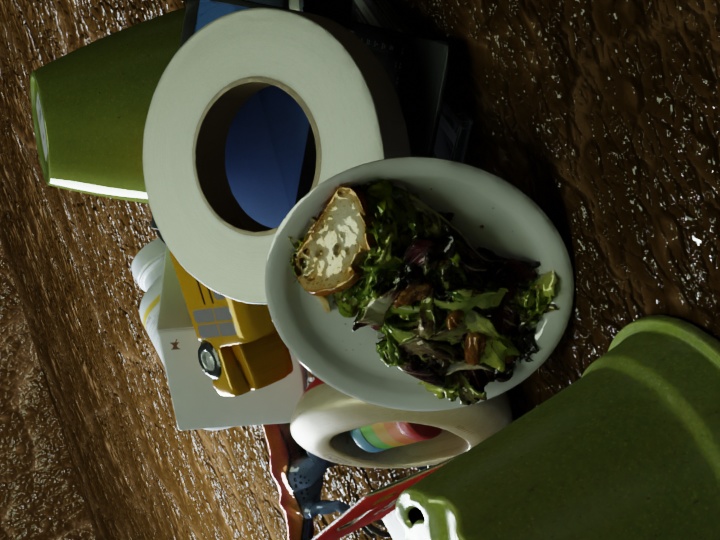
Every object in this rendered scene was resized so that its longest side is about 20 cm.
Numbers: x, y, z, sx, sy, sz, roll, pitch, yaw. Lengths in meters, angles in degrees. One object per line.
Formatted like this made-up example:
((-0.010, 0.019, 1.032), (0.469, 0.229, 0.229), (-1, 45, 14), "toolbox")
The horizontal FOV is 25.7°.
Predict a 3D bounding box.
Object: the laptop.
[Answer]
((-0.045, -0.088, 1.089), (0.200, 0.103, 0.178), (26, 109, 55), "laptop")

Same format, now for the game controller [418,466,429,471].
((0.077, 0.199, 1.311), (0.104, 0.042, 0.200), (-117, 15, -59), "game controller")

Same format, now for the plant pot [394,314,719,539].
((0.127, 0.150, 0.901), (0.200, 0.184, 0.201), (53, 155, 38), "plant pot")

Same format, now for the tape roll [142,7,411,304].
((-0.061, -0.077, 1.072), (0.202, 0.037, 0.203), (2, 94, 33), "tape roll")

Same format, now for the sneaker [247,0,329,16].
((-0.066, -0.123, 1.210), (0.070, 0.082, 0.201), (-14, -75, -71), "sneaker")

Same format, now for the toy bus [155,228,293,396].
((-0.099, -0.007, 1.205), (0.078, 0.065, 0.201), (-10, 99, 53), "toy bus")

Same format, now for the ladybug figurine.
((0.029, 0.099, 1.188), (0.200, 0.136, 0.072), (-17, 57, 43), "ladybug figurine")

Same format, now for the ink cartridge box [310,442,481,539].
((0.056, 0.160, 1.081), (0.045, 0.176, 0.200), (61, 154, 11), "ink cartridge box")

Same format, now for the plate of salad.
((0.037, 0.018, 1.009), (0.048, 0.199, 0.201), (-84, -11, -56), "plate of salad")

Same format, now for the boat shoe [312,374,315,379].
((-0.013, 0.014, 1.321), (0.071, 0.072, 0.201), (-97, 3, -61), "boat shoe")

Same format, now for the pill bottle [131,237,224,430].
((-0.166, 0.060, 1.676), (0.200, 0.112, 0.112), (60, 158, 25), "pill bottle")

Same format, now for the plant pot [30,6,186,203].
((-0.165, -0.129, 1.300), (0.187, 0.199, 0.188), (171, 90, -75), "plant pot")

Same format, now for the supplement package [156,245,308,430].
((-0.106, 0.026, 1.371), (0.200, 0.117, 0.118), (-92, -2, -51), "supplement package")

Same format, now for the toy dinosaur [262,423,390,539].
((-0.062, 0.193, 1.505), (0.182, 0.200, 0.105), (-64, 24, 22), "toy dinosaur")

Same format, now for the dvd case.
((0.026, -0.097, 1.161), (0.149, 0.016, 0.200), (58, 157, 28), "dvd case")
